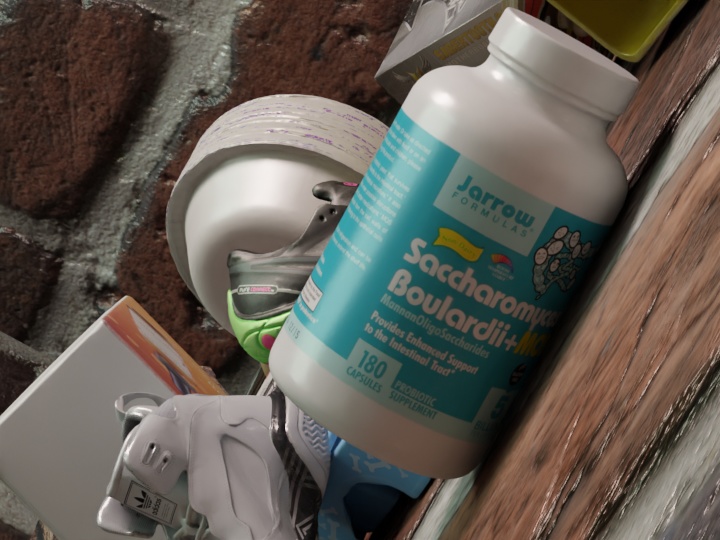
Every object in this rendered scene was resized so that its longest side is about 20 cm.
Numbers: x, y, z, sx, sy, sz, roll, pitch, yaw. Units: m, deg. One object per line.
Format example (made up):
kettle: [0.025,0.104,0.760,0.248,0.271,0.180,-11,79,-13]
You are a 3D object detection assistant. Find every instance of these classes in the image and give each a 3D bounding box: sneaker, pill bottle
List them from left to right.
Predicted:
sneaker: [-0.074,0.144,1.422,0.075,0.114,0.201,117,155,-48]
sneaker: [0.017,-0.022,1.496,0.199,0.084,0.077,-24,-20,-4]
pill bottle: [0.048,-0.015,1.255,0.201,0.110,0.111,-62,3,10]

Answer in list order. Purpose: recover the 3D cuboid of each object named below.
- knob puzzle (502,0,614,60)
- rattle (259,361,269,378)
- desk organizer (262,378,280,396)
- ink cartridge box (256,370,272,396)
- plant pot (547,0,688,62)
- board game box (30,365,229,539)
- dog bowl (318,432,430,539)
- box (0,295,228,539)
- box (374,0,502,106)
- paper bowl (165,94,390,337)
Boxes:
knob puzzle: [0.126,-0.163,1.537,0.219,0.030,0.221,11,-90,-67]
rattle: [-0.018,0.050,2.117,0.200,0.142,0.131,-96,-1,-62]
desk organizer: [0.020,0.023,1.626,0.201,0.077,0.072,-61,11,14]
ink cartridge box: [-0.052,0.139,1.834,0.201,0.083,0.147,-62,3,-7]
plant pot: [0.136,-0.259,1.378,0.177,0.200,0.200,-50,-1,-21]
board game box: [-0.152,0.194,2.040,0.160,0.097,0.201,49,124,45]
dog bowl: [0.016,0.085,1.494,0.112,0.049,0.200,-64,3,-35]
box: [-0.126,0.109,1.606,0.106,0.152,0.200,-44,3,2]
box: [0.111,-0.195,1.757,0.200,0.048,0.159,-28,27,44]
paper bowl: [-0.043,-0.017,1.982,0.201,0.200,0.105,-59,4,42]
